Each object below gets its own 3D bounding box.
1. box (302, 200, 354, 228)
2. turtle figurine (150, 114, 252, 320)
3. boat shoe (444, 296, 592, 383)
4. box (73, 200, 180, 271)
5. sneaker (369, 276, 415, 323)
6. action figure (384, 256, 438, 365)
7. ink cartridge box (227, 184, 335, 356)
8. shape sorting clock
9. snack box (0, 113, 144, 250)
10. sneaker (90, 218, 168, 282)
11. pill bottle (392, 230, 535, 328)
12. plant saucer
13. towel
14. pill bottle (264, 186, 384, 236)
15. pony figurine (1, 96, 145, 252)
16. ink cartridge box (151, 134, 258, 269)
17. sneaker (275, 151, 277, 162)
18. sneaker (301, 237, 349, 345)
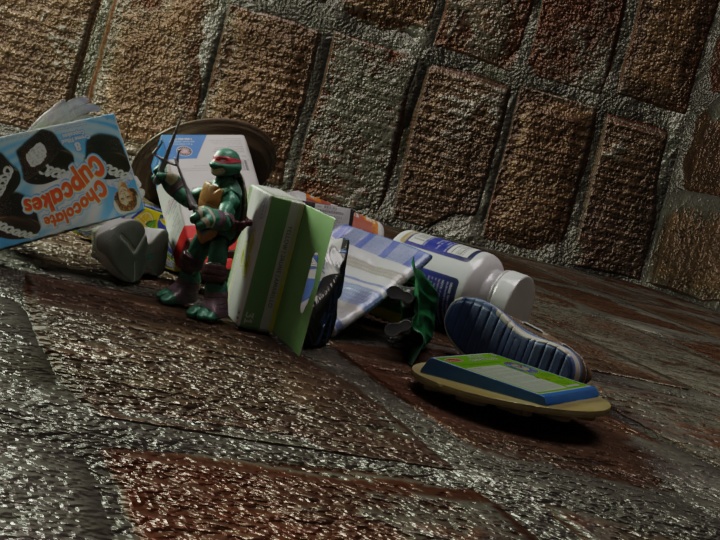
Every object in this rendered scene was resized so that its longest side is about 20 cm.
[{"bbox_3d":[-0.119,-0.049,1.640,0.197,0.050,0.200,11,-19,-4],"label":"box"},{"bbox_3d":[-0.164,-0.057,1.239,0.100,0.201,0.150,3,12,-24],"label":"turtle figurine"},{"bbox_3d":[0.185,0.094,1.394,0.200,0.073,0.072,32,11,38],"label":"boat shoe"},{"bbox_3d":[-0.290,-0.055,1.572,0.199,0.071,0.064,19,6,34],"label":"box"},{"bbox_3d":[0.000,0.000,1.536,0.199,0.086,0.078,16,33,23],"label":"sneaker"},{"bbox_3d":[0.063,0.053,1.376,0.054,0.119,0.200,5,-5,11],"label":"action figure"},{"bbox_3d":[-0.091,-0.005,1.226,0.048,0.146,0.200,13,6,-18],"label":"ink cartridge box"},{"bbox_3d":[0.147,0.119,1.160,0.199,0.039,0.200,13,7,-2],"label":"shape sorting clock"},{"bbox_3d":[-0.344,-0.096,1.290,0.199,0.117,0.037,-21,5,-41],"label":"snack box"},{"bbox_3d":[-0.284,-0.025,1.370,0.080,0.071,0.200,9,-2,4],"label":"sneaker"},{"bbox_3d":[0.134,0.024,1.634,0.199,0.120,0.119,19,7,31],"label":"pill bottle"},{"bbox_3d":[-0.210,-0.134,1.591,0.199,0.030,0.200,-11,-29,-6],"label":"plant saucer"},{"bbox_3d":[-0.027,0.007,1.412,0.146,0.024,0.200,20,39,34],"label":"towel"},{"bbox_3d":[-0.073,-0.054,1.795,0.199,0.113,0.112,21,4,-14],"label":"pill bottle"},{"bbox_3d":[-0.383,-0.105,1.405,0.200,0.193,0.167,23,-31,50],"label":"pony figurine"},{"bbox_3d":[-0.183,-0.072,1.471,0.115,0.201,0.067,-3,-30,-27],"label":"ink cartridge box"},{"bbox_3d":[-0.202,-0.118,1.775,0.078,0.200,0.085,36,-19,25],"label":"sneaker"},{"bbox_3d":[-0.060,0.021,1.298,0.076,0.076,0.200,9,24,1],"label":"sneaker"}]
